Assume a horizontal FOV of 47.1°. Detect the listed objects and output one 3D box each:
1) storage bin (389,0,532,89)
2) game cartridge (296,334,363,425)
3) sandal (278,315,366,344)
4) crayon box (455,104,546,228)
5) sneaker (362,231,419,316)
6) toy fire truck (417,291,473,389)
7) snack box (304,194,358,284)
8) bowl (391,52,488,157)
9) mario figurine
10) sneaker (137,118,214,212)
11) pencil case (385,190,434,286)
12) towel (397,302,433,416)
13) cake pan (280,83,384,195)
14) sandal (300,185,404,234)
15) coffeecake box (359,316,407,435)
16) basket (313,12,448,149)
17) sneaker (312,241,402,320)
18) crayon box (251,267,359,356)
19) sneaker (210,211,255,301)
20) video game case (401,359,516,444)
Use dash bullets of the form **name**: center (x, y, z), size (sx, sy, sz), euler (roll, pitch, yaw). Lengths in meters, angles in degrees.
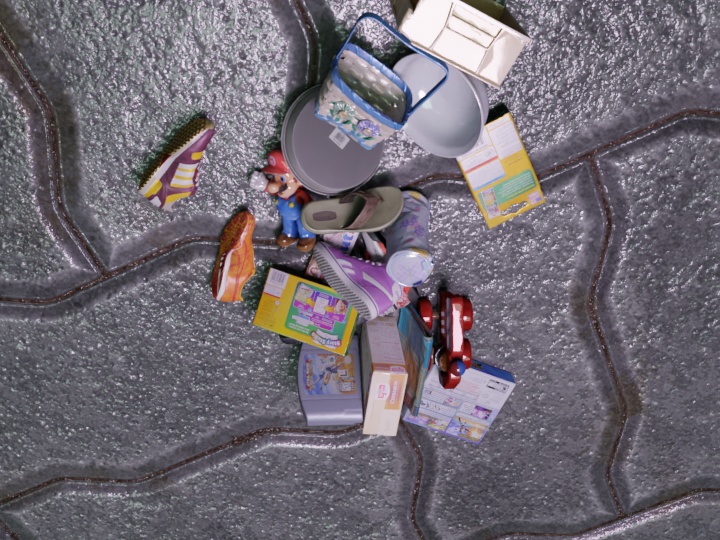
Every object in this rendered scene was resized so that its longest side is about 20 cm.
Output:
- **storage bin**: center (0.156, -0.411, 1.358), size (0.196, 0.201, 0.094), euler (23, 118, -17)
- **game cartridge**: center (-0.065, 0.221, 1.697), size (0.131, 0.202, 0.042), euler (1, 142, -8)
- **sandal**: center (-0.072, 0.122, 1.707), size (0.197, 0.076, 0.043), euler (-15, 114, 3)
- **crayon box**: center (0.258, -0.195, 1.573), size (0.124, 0.052, 0.202), euler (-25, 118, 9)
- **sneaker**: center (0.028, 0.006, 1.657), size (0.107, 0.068, 0.202), euler (-30, 120, 9)
- **toy fire truck**: center (0.178, 0.142, 1.673), size (0.110, 0.168, 0.204), euler (0, 96, -4)
- **snack box**: center (-0.045, -0.066, 1.635), size (0.071, 0.024, 0.202), euler (17, 117, -14)
- **bowl**: center (0.153, -0.308, 1.455), size (0.199, 0.090, 0.203), euler (30, 143, 25)
- **mario figurine**: center (-0.145, -0.128, 1.547), size (0.121, 0.107, 0.203), euler (-8, 121, 2)
- **sneaker**: center (-0.319, -0.193, 1.521), size (0.199, 0.076, 0.090), euler (-39, 124, 23)
- **pencil case**: center (0.091, -0.064, 1.548), size (0.090, 0.202, 0.083), euler (-29, 124, 23)
- **towel**: center (0.101, 0.181, 1.719), size (0.021, 0.147, 0.203), euler (-4, 122, -21)
- **cake pan**: center (-0.044, -0.236, 1.490), size (0.197, 0.037, 0.204), euler (-3, 100, -18)
- **sandal**: center (-0.011, -0.108, 1.503), size (0.198, 0.057, 0.081), euler (-13, 79, -16)
- **coffeecake box**: center (0.039, 0.212, 1.697), size (0.072, 0.201, 0.156), euler (5, 120, -8)
- **basket**: center (0.028, -0.310, 1.377), size (0.175, 0.140, 0.200), euler (29, 129, -17)
- **sneaker**: center (0.000, 0.001, 1.595), size (0.114, 0.201, 0.073), euler (-34, 154, -23)
- **crayon box**: center (-0.103, 0.082, 1.639), size (0.197, 0.058, 0.121), euler (18, 88, 3)
- **sneaker**: center (-0.239, -0.029, 1.627), size (0.076, 0.073, 0.202), euler (2, 126, -31)
- **video game case**: center (0.216, 0.281, 1.840), size (0.197, 0.046, 0.183), euler (20, 115, -15)
